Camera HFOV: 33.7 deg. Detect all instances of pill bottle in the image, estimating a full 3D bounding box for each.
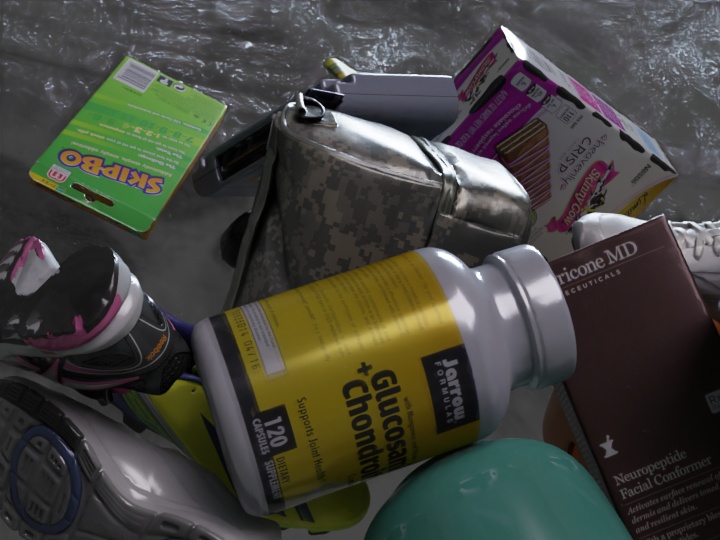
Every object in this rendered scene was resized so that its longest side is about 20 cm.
[{"bbox_3d":[0.013,0.053,0.661,0.198,0.113,0.113,-18,51,-10],"label":"pill bottle"}]

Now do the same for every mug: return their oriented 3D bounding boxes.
[{"bbox_3d":[0.062,0.168,0.668,0.184,0.153,0.115,2,43,-34],"label":"mug"}]

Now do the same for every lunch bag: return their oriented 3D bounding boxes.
[{"bbox_3d":[0.000,0.000,0.778,0.166,0.202,0.140,13,20,-16],"label":"lunch bag"}]

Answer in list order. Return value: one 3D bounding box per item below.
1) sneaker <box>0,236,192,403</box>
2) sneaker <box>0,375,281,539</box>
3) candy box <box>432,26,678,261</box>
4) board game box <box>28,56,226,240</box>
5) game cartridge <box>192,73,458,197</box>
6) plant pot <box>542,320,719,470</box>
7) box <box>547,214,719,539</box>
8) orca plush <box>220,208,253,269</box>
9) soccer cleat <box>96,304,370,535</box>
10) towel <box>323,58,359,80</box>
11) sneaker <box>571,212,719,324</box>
[{"bbox_3d":[-0.166,0.040,0.676,0.086,0.199,0.081,46,70,-29],"label":"sneaker"},{"bbox_3d":[-0.131,0.126,0.670,0.199,0.075,0.087,36,16,7],"label":"sneaker"},{"bbox_3d":[0.152,-0.094,1.012,0.199,0.137,0.061,27,28,-30],"label":"candy box"},{"bbox_3d":[-0.177,-0.096,0.920,0.095,0.030,0.201,26,34,-5],"label":"board game box"},{"bbox_3d":[-0.024,-0.098,0.900,0.132,0.199,0.042,-1,76,-37],"label":"game cartridge"},{"bbox_3d":[0.225,0.099,0.873,0.198,0.141,0.201,19,38,-16],"label":"plant pot"},{"bbox_3d":[0.177,0.080,0.723,0.099,0.075,0.202,-22,76,1],"label":"box"},{"bbox_3d":[0.000,-0.021,0.879,0.198,0.071,0.106,15,74,-9],"label":"orca plush"},{"bbox_3d":[-0.076,0.088,0.723,0.199,0.084,0.065,33,36,3],"label":"soccer cleat"},{"bbox_3d":[0.038,-0.112,1.071,0.086,0.018,0.201,21,30,-56],"label":"towel"},{"bbox_3d":[0.239,-0.014,0.815,0.198,0.100,0.075,15,40,-17],"label":"sneaker"}]
